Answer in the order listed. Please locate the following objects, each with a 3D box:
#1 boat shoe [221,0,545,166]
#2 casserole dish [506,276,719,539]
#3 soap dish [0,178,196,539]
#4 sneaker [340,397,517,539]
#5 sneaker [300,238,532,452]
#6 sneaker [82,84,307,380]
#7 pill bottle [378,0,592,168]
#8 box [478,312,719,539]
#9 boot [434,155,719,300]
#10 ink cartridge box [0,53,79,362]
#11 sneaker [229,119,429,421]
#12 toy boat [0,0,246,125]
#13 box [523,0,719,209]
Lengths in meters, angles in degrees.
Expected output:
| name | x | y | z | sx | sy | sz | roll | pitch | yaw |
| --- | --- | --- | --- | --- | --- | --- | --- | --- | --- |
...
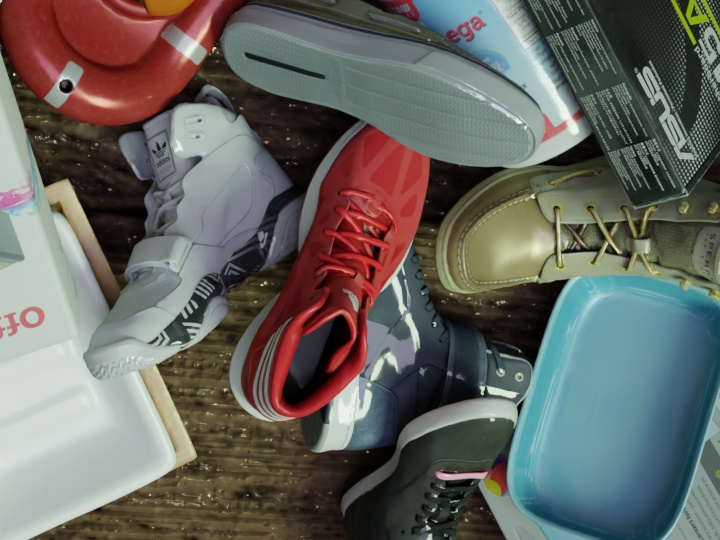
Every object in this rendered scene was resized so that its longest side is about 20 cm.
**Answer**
| name | x | y | z | sx | sy | sz | roll | pitch | yaw |
| --- | --- | --- | --- | --- | --- | --- | --- | --- | --- |
| boat shoe | 0.017 | -0.121 | 0.907 | 0.198 | 0.062 | 0.072 | 22 | 146 | 12 |
| casserole dish | 0.170 | 0.089 | 1.030 | 0.120 | 0.039 | 0.202 | 15 | 82 | 20 |
| soap dish | -0.211 | 0.059 | 0.970 | 0.156 | 0.081 | 0.202 | -24 | 111 | -6 |
| sneaker | 0.050 | 0.158 | 1.001 | 0.070 | 0.100 | 0.200 | 6 | 147 | -26 |
| sneaker | 0.044 | 0.019 | 1.024 | 0.145 | 0.077 | 0.205 | 4 | 102 | -18 |
| sneaker | -0.115 | -0.026 | 0.939 | 0.200 | 0.075 | 0.116 | -44 | 107 | -41 |
| pill bottle | 0.072 | -0.170 | 0.954 | 0.108 | 0.109 | 0.200 | -38 | 111 | 0 |
| box | 0.190 | 0.142 | 1.053 | 0.199 | 0.041 | 0.157 | -31 | 70 | 6 |
| boot | 0.160 | -0.020 | 0.968 | 0.199 | 0.154 | 0.073 | -16 | 113 | -32 |
| ink cartridge box | -0.247 | -0.044 | 0.843 | 0.144 | 0.088 | 0.202 | -17 | 111 | -6 |
| sneaker | 0.000 | 0.000 | 0.899 | 0.078 | 0.115 | 0.202 | 25 | 84 | -17 |
| toy boat | -0.120 | -0.174 | 0.893 | 0.130 | 0.131 | 0.201 | 34 | 96 | -20 |
| box | 0.174 | -0.172 | 0.946 | 0.193 | 0.047 | 0.201 | -46 | 112 | -43 |
